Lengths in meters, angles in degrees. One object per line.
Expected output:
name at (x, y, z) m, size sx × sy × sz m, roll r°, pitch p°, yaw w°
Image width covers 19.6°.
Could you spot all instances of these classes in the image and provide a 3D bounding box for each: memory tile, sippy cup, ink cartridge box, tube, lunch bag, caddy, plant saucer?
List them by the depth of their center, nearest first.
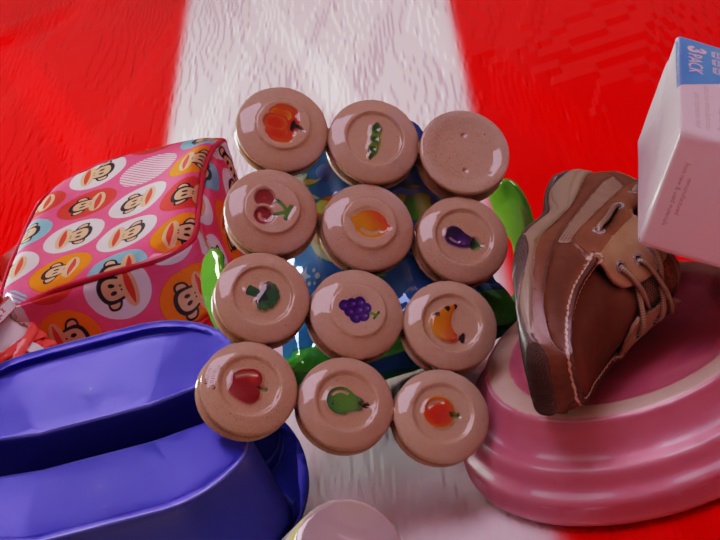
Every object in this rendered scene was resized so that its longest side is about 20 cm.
tube at (-0.037, 0.156, 0.934) m, size 0.058 × 0.052 × 0.200 m, roll 9°, pitch -26°, yaw -20°
ink cartridge box at (0.243, -0.039, 1.046) m, size 0.198 × 0.068 × 0.115 m, roll 16°, pitch 31°, yaw -2°
memory tile at (0.000, 0.000, 1.079) m, size 0.152 × 0.017 × 0.202 m, roll 9°, pitch 65°, yaw -6°
plant saucer at (0.143, 0.054, 1.081) m, size 0.199 × 0.051 × 0.201 m, roll -16°, pitch 25°, yaw 8°
caddy at (-0.128, 0.115, 1.102) m, size 0.198 × 0.105 × 0.142 m, roll -14°, pitch 45°, yaw 1°
sippy cup at (0.006, -0.010, 1.159) m, size 0.139 × 0.131 × 0.177 m, roll -23°, pitch -9°, yaw 28°
lunch bag at (-0.168, -0.010, 1.405) m, size 0.175 × 0.082 × 0.200 m, roll -15°, pitch 26°, yaw 13°

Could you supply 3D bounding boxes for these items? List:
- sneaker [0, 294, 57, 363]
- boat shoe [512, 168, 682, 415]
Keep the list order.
sneaker at (-0.204, 0.058, 1.243) m, size 0.200 × 0.109 × 0.067 m, roll 7°, pitch 37°, yaw 30°
boat shoe at (0.124, 0.001, 1.058) m, size 0.073 × 0.076 × 0.200 m, roll -6°, pitch 28°, yaw 18°
